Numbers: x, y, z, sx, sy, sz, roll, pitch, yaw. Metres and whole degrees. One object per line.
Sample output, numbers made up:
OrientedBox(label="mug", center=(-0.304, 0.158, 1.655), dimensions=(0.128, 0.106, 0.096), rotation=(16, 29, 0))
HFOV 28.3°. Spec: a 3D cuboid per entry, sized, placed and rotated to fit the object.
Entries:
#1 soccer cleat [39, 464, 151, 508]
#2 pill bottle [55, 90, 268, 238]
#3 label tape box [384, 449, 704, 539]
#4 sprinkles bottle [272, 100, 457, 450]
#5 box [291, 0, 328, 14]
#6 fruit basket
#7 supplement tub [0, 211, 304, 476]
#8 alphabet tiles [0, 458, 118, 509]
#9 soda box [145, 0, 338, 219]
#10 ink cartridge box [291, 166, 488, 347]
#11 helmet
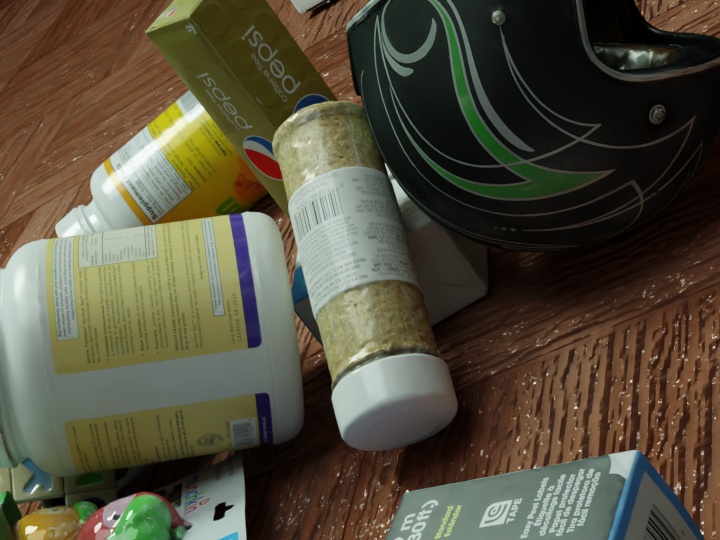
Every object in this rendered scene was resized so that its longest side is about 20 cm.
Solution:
OrientedBox(label="soccer cleat", center=(-0.142, 0.095, 0.979), dimensions=(0.200, 0.069, 0.078), rotation=(-46, 5, 7))
OrientedBox(label="pill bottle", center=(-0.162, -0.070, 1.238), dimensions=(0.199, 0.111, 0.111), rotation=(-39, 24, 3))
OrientedBox(label="label tape box", center=(0.036, 0.165, 0.617), dimensions=(0.198, 0.066, 0.144), rotation=(-16, 34, 39))
OrientedBox(label="sprinkles bottle", center=(0.000, 0.000, 0.828), dimensions=(0.068, 0.068, 0.202), rotation=(-28, 59, 24))
OrientedBox(label="box", center=(0.006, -0.394, 1.560), dimensions=(0.198, 0.097, 0.177), rotation=(-23, 27, 31))
OrientedBox(label="fruit basket", center=(-0.159, 0.160, 0.802), dimensions=(0.198, 0.095, 0.185), rotation=(-27, 11, 0))
OrientedBox(label="supplement tub", center=(-0.140, 0.047, 0.884), dimensions=(0.197, 0.147, 0.146), rotation=(-7, 25, -6))
OrientedBox(label="alphabet tiles", center=(-0.257, 0.140, 0.919), dimensions=(0.197, 0.008, 0.169), rotation=(-8, 65, -7))
OrientedBox(label="soda box", center=(-0.072, -0.132, 1.104), dimensions=(0.064, 0.201, 0.068), rotation=(-6, 40, 50))
OrientedBox(label="ink cartridge box", center=(0.021, -0.036, 0.970), dimensions=(0.115, 0.067, 0.201), rotation=(-31, 26, 20))
OrientedBox(label="helmet", center=(0.104, -0.105, 0.820), dimensions=(0.199, 0.192, 0.200), rotation=(-35, 4, 3))
